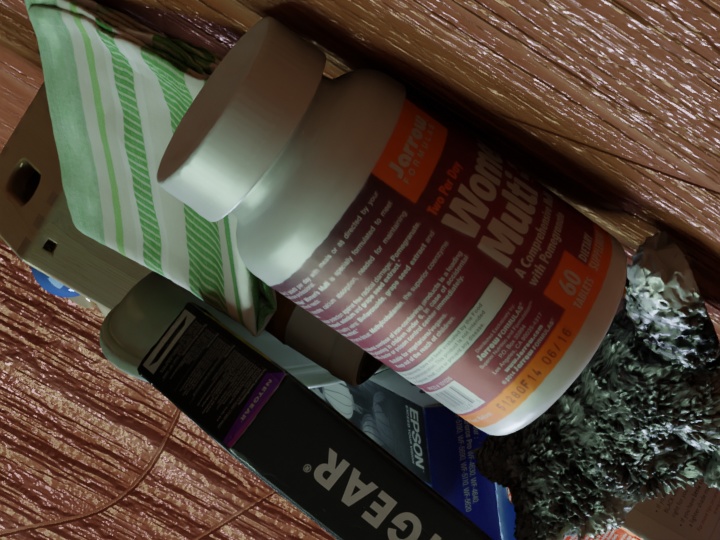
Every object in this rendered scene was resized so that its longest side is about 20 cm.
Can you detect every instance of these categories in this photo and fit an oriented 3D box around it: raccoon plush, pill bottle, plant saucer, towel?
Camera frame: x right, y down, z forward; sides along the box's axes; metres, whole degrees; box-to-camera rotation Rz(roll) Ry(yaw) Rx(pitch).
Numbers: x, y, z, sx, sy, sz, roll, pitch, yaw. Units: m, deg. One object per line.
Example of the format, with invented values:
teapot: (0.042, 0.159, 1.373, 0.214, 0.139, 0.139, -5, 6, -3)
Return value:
raccoon plush: (0.109, 0.057, 1.344, 0.200, 0.133, 0.097, 63, -176, -45)
pill bottle: (0.014, -0.021, 1.248, 0.199, 0.110, 0.110, 35, 172, -14)
plant saucer: (-0.053, 0.013, 1.589, 0.199, 0.051, 0.200, -3, -160, 1)
towel: (-0.110, -0.060, 1.429, 0.200, 0.023, 0.154, 27, 132, 50)

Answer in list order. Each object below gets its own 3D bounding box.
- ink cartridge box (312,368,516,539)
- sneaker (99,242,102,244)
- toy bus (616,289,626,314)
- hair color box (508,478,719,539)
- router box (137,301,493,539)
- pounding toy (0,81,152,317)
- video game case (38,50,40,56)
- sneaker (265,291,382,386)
ink cartridge box: (0.022, 0.098, 1.565, 0.039, 0.100, 0.200, -21, -155, -30)
sneaker: (-0.095, -0.032, 1.566, 0.083, 0.077, 0.200, 29, 177, -25)
toy bus: (0.114, 0.042, 1.481, 0.065, 0.079, 0.200, 23, 172, 30)
hair color box: (0.145, 0.113, 1.608, 0.199, 0.111, 0.064, 31, 142, 3)
router box: (-0.008, 0.107, 1.405, 0.200, 0.051, 0.149, 40, 176, -26)
pounding toy: (-0.152, -0.012, 1.794, 0.184, 0.143, 0.200, 31, -178, -24)
video game case: (-0.064, -0.069, 1.583, 0.180, 0.026, 0.200, 22, 171, 44)
sneaker: (0.000, 0.000, 1.483, 0.084, 0.073, 0.200, 25, -163, 13)
